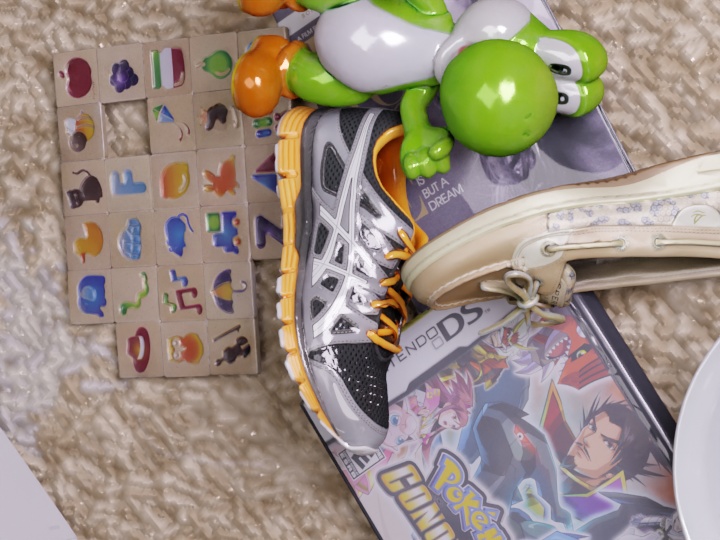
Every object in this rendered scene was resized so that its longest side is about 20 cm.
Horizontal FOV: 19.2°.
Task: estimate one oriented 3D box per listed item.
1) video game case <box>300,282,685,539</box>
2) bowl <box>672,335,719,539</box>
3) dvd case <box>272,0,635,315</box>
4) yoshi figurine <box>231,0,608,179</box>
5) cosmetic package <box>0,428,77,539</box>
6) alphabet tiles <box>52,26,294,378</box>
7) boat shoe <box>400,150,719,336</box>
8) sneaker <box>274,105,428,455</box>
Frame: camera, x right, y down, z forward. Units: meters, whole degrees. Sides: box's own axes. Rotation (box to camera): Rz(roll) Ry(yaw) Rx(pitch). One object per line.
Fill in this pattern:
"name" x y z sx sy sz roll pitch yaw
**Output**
"video game case" 0.084 0.108 1.167 0.180 0.025 0.201 -37 77 24
"bowl" 0.262 0.099 1.053 0.200 0.090 0.202 0 90 25
"dvd case" 0.050 -0.098 1.195 0.148 0.016 0.201 -31 77 23
"yoshi figurine" 0.027 -0.109 1.122 0.199 0.112 0.113 10 70 16
"cosmetic package" -0.320 0.156 1.316 0.200 0.123 0.200 -43 73 18
"alphabet tiles" -0.108 -0.037 1.270 0.166 0.008 0.201 -3 92 28
"boat shoe" 0.121 -0.009 1.098 0.199 0.073 0.063 -16 76 2
"sneaker" 0.000 0.000 1.162 0.077 0.078 0.201 -9 76 17
